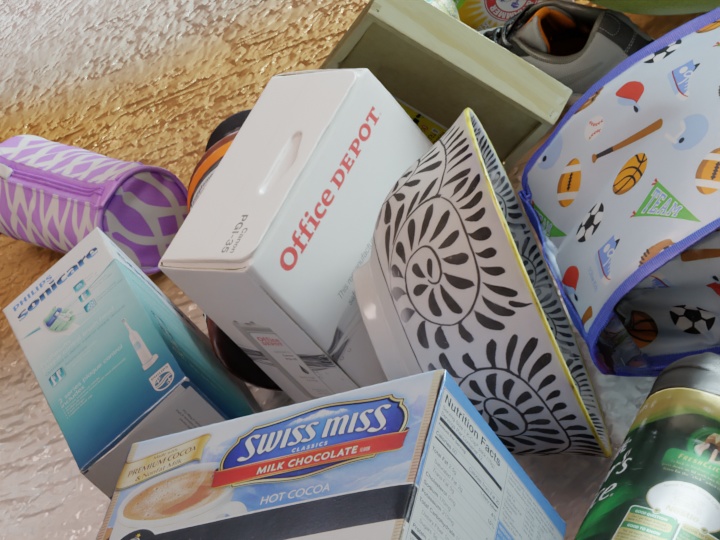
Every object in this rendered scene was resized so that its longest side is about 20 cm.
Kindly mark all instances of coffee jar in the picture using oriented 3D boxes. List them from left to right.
[{"bbox_3d":[0.146,0.135,1.182,0.085,0.104,0.200,22,47,13],"label":"coffee jar"}]

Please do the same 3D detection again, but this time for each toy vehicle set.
[{"bbox_3d":[0.032,-0.092,1.475,0.027,0.124,0.200,-62,8,-25],"label":"toy vehicle set"}]

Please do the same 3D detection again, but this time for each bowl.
[{"bbox_3d":[0.055,0.022,1.323,0.094,0.201,0.201,-22,38,7],"label":"bowl"}]

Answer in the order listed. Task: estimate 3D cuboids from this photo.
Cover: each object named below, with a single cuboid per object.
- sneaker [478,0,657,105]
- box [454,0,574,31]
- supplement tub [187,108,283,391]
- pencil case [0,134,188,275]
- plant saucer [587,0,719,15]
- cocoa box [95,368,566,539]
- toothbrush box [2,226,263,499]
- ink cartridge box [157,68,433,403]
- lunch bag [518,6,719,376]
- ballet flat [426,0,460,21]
[{"bbox_3d":[0.110,-0.138,1.563,0.200,0.079,0.074,2,56,48],"label":"sneaker"},{"bbox_3d":[0.039,-0.239,1.632,0.112,0.200,0.101,-31,37,14],"label":"box"},{"bbox_3d":[-0.054,-0.021,1.578,0.107,0.107,0.200,-33,35,14],"label":"supplement tub"},{"bbox_3d":[-0.202,-0.052,1.776,0.200,0.085,0.084,13,65,50],"label":"pencil case"},{"bbox_3d":[0.209,-0.199,1.510,0.200,0.031,0.200,-11,25,5],"label":"plant saucer"},{"bbox_3d":[-0.020,0.154,1.224,0.200,0.133,0.131,-15,40,31],"label":"cocoa box"},{"bbox_3d":[-0.121,0.085,1.495,0.085,0.146,0.200,-41,35,3],"label":"toothbrush box"},{"bbox_3d":[0.000,0.000,1.415,0.083,0.200,0.147,2,54,47],"label":"ink cartridge box"},{"bbox_3d":[0.193,-0.041,1.339,0.200,0.124,0.170,-28,37,8],"label":"lunch bag"},{"bbox_3d":[0.034,-0.119,1.555,0.071,0.200,0.071,1,69,-2],"label":"ballet flat"}]
